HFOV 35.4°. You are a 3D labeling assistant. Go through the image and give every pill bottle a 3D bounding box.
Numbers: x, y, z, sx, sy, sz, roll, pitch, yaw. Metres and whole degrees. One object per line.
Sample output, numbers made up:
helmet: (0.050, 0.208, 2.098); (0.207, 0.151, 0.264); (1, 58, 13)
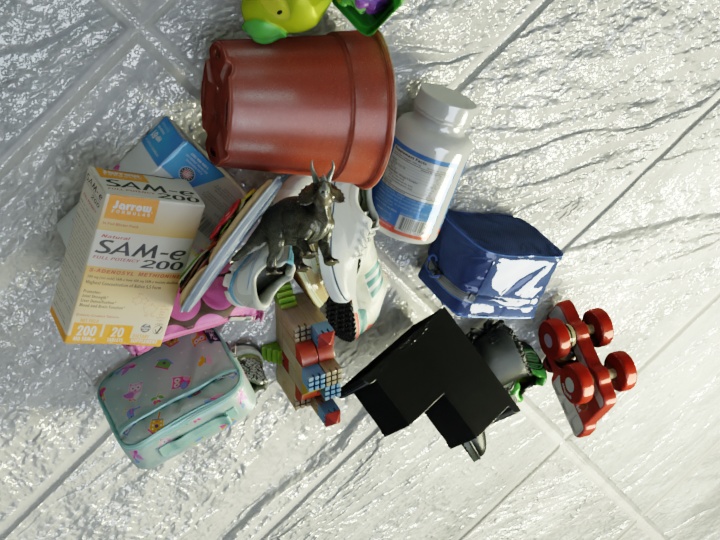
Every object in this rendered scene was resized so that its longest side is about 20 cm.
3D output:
pill bottle: (0.086, -0.147, 1.546); (0.112, 0.112, 0.201); (5, 118, -33)

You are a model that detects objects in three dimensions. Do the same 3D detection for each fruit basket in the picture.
fruit basket: (-0.050, -0.345, 1.266); (0.214, 0.155, 0.217); (2, 82, -18)

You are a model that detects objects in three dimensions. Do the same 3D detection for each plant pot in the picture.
plant pot: (-0.083, -0.199, 1.365); (0.194, 0.201, 0.202); (-2, 123, -20)

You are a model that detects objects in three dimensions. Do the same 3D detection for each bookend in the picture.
bookend: (0.103, 0.196, 1.692); (0.199, 0.200, 0.092); (-38, -179, -36)

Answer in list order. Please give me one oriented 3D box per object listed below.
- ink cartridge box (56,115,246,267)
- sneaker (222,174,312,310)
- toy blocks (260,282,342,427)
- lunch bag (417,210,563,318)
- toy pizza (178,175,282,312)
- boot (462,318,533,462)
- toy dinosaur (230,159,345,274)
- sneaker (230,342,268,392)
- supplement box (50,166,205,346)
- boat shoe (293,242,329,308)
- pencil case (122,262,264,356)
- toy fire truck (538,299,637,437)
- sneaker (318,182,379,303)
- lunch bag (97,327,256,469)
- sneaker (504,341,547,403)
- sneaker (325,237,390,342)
ink cartridge box: (-0.256, -0.068, 1.412); (0.200, 0.085, 0.145); (-44, 132, 2)
sneaker: (-0.096, -0.034, 1.447); (0.075, 0.087, 0.201); (27, 87, -33)
toy blocks: (-0.073, 0.134, 1.628); (0.099, 0.137, 0.201); (-14, 127, -22)
lunch bag: (0.186, 0.001, 1.692); (0.199, 0.136, 0.133); (3, 119, -32)
toy pizza: (-0.161, -0.037, 1.344); (0.032, 0.200, 0.201); (36, 101, -4)
boot: (0.202, 0.189, 1.823); (0.162, 0.073, 0.199); (-28, 95, -4)
toy dinosaur: (-0.079, -0.052, 1.375); (0.077, 0.103, 0.199); (8, 160, -41)
sneaker: (-0.212, 0.190, 1.616); (0.200, 0.089, 0.077); (-41, 133, 1)
supplement box: (-0.276, -0.012, 1.331); (0.125, 0.074, 0.201); (4, 118, -33)
boat shoe: (-0.076, -0.033, 1.551); (0.066, 0.074, 0.201); (-32, 131, -10)
pencil case: (-0.231, 0.054, 1.503); (0.199, 0.094, 0.091); (-18, 156, -18)
toy fire truck: (0.356, 0.161, 1.882); (0.112, 0.201, 0.168); (-12, 154, -23)
sneaker: (-0.013, -0.054, 1.525); (0.073, 0.070, 0.201); (-21, 112, -62)
lunch bag: (-0.246, 0.169, 1.532); (0.199, 0.161, 0.077); (-30, 132, -8)
sneaker: (0.220, 0.194, 1.884); (0.199, 0.085, 0.078); (-29, 132, -10)
sneaker: (0.000, 0.001, 1.640); (0.093, 0.070, 0.201); (-28, 129, -46)
